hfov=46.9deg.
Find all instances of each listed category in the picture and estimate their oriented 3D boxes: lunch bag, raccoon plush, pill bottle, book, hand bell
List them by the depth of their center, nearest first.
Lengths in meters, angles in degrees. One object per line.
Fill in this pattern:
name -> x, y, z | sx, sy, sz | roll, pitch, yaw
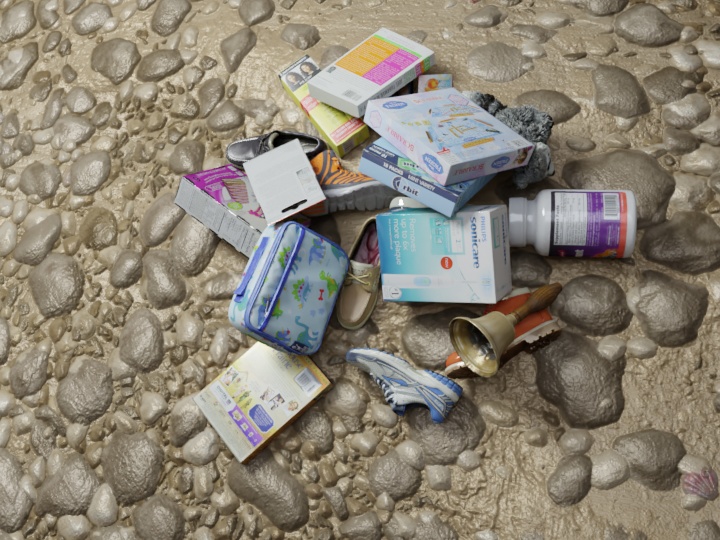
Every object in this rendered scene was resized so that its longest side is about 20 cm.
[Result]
hand bell -> 0.246, 0.072, 1.295 | 0.200, 0.104, 0.104 | -30, 67, -26
lunch bag -> -0.117, 0.029, 1.353 | 0.082, 0.161, 0.200 | 2, 64, 52
pill bottle -> 0.345, -0.078, 1.368 | 0.199, 0.111, 0.112 | 2, 72, 11
raccoon plush -> 0.241, -0.216, 1.415 | 0.199, 0.097, 0.134 | 18, 45, 10
book -> 0.021, -0.357, 1.499 | 0.200, 0.048, 0.133 | -39, 50, -25

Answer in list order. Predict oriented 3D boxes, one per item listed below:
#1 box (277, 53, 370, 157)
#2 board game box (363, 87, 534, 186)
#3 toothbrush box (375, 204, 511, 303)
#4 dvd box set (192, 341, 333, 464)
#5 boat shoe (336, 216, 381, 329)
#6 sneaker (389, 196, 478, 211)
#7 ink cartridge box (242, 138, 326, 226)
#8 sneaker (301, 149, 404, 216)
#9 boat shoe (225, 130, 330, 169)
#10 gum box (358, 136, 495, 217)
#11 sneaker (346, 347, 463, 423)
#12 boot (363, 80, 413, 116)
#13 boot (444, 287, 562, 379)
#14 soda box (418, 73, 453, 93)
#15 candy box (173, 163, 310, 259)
box -> -0.069, -0.308, 1.550 | 0.075, 0.050, 0.200 | -35, 70, -5
board game box -> 0.142, -0.221, 1.337 | 0.200, 0.041, 0.200 | -17, 48, -37
toothbrush box -> 0.135, -0.027, 1.341 | 0.199, 0.085, 0.147 | 1, 102, 28
dvd box set -> -0.165, 0.206, 1.402 | 0.200, 0.029, 0.146 | -42, 69, -5
boat shoe -> 0.000, 0.000, 1.425 | 0.074, 0.066, 0.201 | 10, 73, 13
sneaker -> 0.144, -0.070, 1.427 | 0.199, 0.075, 0.085 | 7, 79, 18
ink cartridge box -> -0.124, -0.138, 1.407 | 0.109, 0.050, 0.200 | -25, 42, -1
sneaker -> -0.020, -0.167, 1.482 | 0.199, 0.078, 0.112 | -6, 57, -5
boat shoe -> -0.157, -0.227, 1.530 | 0.199, 0.065, 0.072 | 3, 72, 11
gum box -> 0.118, -0.176, 1.342 | 0.170, 0.045, 0.200 | 29, 37, 16
sneaker -> 0.060, 0.187, 1.349 | 0.199, 0.077, 0.085 | 21, 80, 16
boot -> 0.037, -0.272, 1.496 | 0.097, 0.075, 0.200 | 4, 50, 12
boot -> 0.214, 0.103, 1.355 | 0.200, 0.075, 0.107 | -25, 66, -8
soda box -> 0.135, -0.248, 1.485 | 0.063, 0.068, 0.201 | 1, 72, 9
candy box -> -0.207, -0.104, 1.458 | 0.200, 0.136, 0.061 | 36, 121, 18
